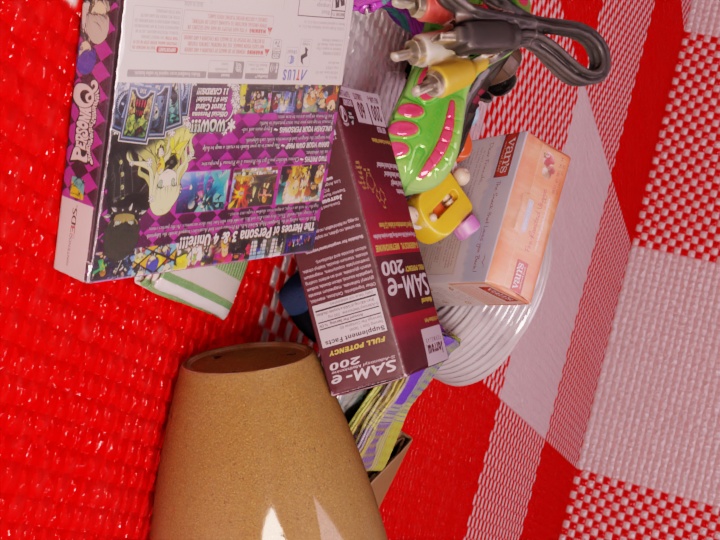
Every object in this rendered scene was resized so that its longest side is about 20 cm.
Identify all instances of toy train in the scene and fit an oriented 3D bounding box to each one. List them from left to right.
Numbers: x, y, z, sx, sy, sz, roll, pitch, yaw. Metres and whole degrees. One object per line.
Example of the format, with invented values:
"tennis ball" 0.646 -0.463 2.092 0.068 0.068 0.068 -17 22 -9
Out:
"toy train" 0.025 -0.088 1.117 0.198 0.055 0.152 -6 74 -44

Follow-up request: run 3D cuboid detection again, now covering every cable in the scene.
"cable" 0.097 0.003 1.285 0.201 0.069 0.201 -52 -149 20
"cable" 0.103 -0.177 1.018 0.198 0.050 0.099 -6 83 -42

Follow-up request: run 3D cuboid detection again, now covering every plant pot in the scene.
"plant pot" -0.065 0.157 0.939 0.186 0.184 0.203 -27 115 -67

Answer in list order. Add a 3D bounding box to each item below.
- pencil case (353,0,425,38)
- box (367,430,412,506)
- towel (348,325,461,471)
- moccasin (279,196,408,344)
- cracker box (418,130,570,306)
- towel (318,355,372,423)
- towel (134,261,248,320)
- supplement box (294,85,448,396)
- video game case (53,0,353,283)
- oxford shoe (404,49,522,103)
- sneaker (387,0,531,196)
"pencil case" 0.023 -0.231 1.054 0.200 0.084 0.094 -12 99 -70
"box" -0.024 0.255 1.246 0.202 0.021 0.163 -66 166 21
"towel" 0.030 0.105 1.104 0.145 0.023 0.200 -58 168 -1
"moccasin" 0.000 0.000 1.146 0.200 0.080 0.069 -43 108 -42
"cracker box" 0.086 -0.040 1.210 0.057 0.199 0.136 25 76 -29
"towel" -0.035 0.144 1.106 0.202 0.048 0.171 -60 165 16
"towel" -0.091 -0.075 0.916 0.152 0.023 0.203 35 67 -72
"supplement box" -0.003 -0.023 0.957 0.109 0.060 0.203 -9 84 -71
"video game case" -0.086 -0.093 0.807 0.199 0.035 0.184 -11 114 -52
"oxford shoe" 0.092 -0.178 1.217 0.073 0.084 0.200 -51 -170 -2
"sneaker" 0.066 -0.145 1.061 0.201 0.076 0.084 -59 -178 -17
